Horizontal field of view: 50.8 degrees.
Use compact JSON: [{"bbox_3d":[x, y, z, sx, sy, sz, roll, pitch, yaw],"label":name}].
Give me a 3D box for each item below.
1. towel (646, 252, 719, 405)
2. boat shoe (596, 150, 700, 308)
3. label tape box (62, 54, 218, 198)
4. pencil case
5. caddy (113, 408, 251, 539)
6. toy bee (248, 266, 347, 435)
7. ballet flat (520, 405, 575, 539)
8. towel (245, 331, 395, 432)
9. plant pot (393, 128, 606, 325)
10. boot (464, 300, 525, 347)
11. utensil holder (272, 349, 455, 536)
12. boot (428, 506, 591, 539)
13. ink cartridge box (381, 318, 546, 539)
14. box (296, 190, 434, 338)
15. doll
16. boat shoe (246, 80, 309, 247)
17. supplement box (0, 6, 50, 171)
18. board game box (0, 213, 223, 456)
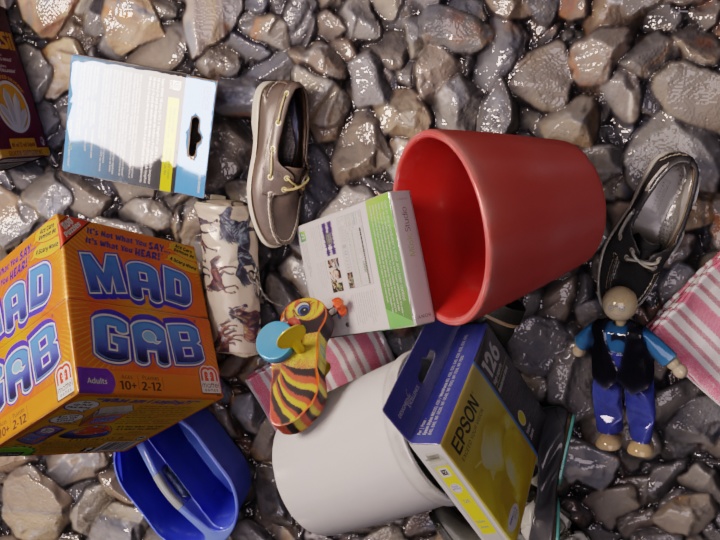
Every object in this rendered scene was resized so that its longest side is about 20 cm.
[{"bbox_3d":[0.447,0.050,0.873,0.146,0.030,0.201,41,105,1],"label":"towel"},{"bbox_3d":[0.331,-0.037,0.871,0.073,0.060,0.203,24,104,4],"label":"boat shoe"},{"bbox_3d":[-0.269,-0.182,0.961,0.195,0.063,0.148,12,102,9],"label":"label tape box"},{"bbox_3d":[-0.167,0.005,0.965,0.076,0.089,0.205,-7,98,-31],"label":"pencil case"},{"bbox_3d":[-0.240,0.275,1.017,0.141,0.105,0.201,-38,91,14],"label":"caddy"},{"bbox_3d":[-0.065,0.075,0.863,0.106,0.131,0.204,-17,80,7],"label":"toy bee"},{"bbox_3d":[0.217,0.266,0.926,0.071,0.073,0.205,8,78,9],"label":"ballet flat"},{"bbox_3d":[-0.039,0.160,0.997,0.197,0.030,0.148,-28,95,14],"label":"towel"},{"bbox_3d":[0.154,-0.059,0.822,0.174,0.200,0.205,-11,100,-23],"label":"plant pot"},{"bbox_3d":[0.086,0.069,0.936,0.197,0.077,0.141,24,109,7],"label":"boot"},{"bbox_3d":[0.018,0.203,0.876,0.198,0.170,0.172,-27,95,33],"label":"utensil holder"},{"bbox_3d":[0.196,0.332,0.975,0.199,0.068,0.132,37,93,3],"label":"boot"},{"bbox_3d":[0.125,0.156,0.828,0.046,0.198,0.202,-21,112,36],"label":"ink cartridge box"},{"bbox_3d":[0.000,0.000,0.886,0.198,0.036,0.148,-13,87,55],"label":"box"},{"bbox_3d":[0.312,0.115,0.889,0.134,0.048,0.205,4,110,39],"label":"doll"},{"bbox_3d":[-0.094,-0.128,0.927,0.059,0.071,0.205,8,99,41],"label":"boat shoe"},{"bbox_3d":[-0.491,-0.233,0.972,0.084,0.110,0.204,-13,98,12],"label":"supplement box"},{"bbox_3d":[-0.314,0.087,0.894,0.198,0.198,0.204,-29,65,29],"label":"board game box"}]
